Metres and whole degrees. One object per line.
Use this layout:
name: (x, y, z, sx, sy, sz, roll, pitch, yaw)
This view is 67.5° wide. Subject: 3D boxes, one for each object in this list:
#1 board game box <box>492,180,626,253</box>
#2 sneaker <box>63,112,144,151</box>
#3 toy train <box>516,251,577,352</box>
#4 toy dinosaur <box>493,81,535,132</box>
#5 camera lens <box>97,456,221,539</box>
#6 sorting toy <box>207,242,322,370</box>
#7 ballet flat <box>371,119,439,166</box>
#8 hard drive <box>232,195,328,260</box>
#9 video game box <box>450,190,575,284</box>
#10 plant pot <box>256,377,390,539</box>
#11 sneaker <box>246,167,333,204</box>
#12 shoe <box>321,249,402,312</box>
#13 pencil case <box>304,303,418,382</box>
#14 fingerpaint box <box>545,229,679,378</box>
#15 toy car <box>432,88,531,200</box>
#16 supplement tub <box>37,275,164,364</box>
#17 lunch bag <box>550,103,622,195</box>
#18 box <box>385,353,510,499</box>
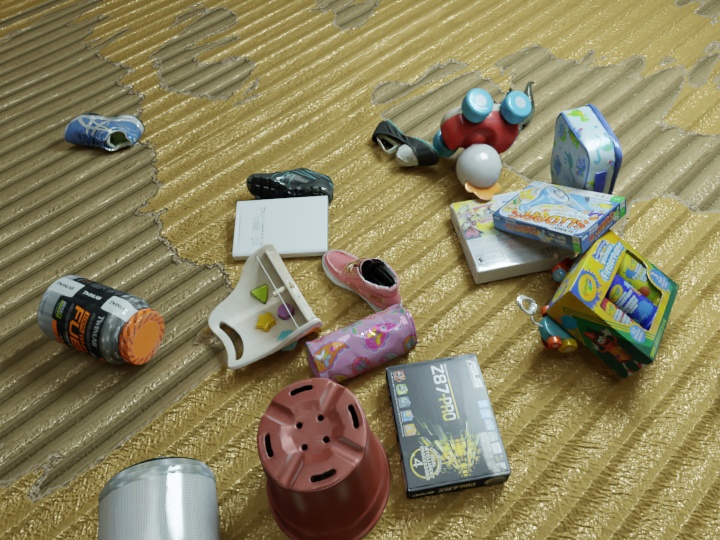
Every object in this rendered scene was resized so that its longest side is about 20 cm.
board game box: (0.362, -0.104, 0.997, 0.134, 0.035, 0.199, -36, 34, -21)
sneaker: (-0.642, -0.340, 1.334, 0.194, 0.077, 0.078, -7, 48, 2)
toy train: (0.350, 0.062, 0.949, 0.198, 0.056, 0.151, -30, 72, -34)
toy dinosaur: (0.370, -0.377, 1.292, 0.102, 0.078, 0.199, 40, 60, 16)
camera lens: (-0.268, 0.371, 0.724, 0.156, 0.162, 0.203, -14, 53, -6)
sorting toy: (-0.181, 0.087, 0.973, 0.178, 0.108, 0.201, -31, 57, -9)
ballet flat: (0.096, -0.279, 1.240, 0.068, 0.069, 0.200, -39, 50, -11)
hard drive: (-0.165, -0.089, 1.127, 0.194, 0.026, 0.135, -3, 64, 2)
video game box: (0.296, -0.073, 1.077, 0.195, 0.047, 0.185, -10, 55, -3)
plant pot: (-0.055, 0.264, 0.763, 0.195, 0.197, 0.205, -2, 53, 3)
sneaker: (-0.153, -0.186, 1.192, 0.195, 0.077, 0.080, 9, 44, 0)
shoe: (0.000, 0.000, 1.018, 0.071, 0.092, 0.199, -40, 60, -23)
pencil case: (0.003, 0.128, 0.933, 0.196, 0.088, 0.088, -23, 54, -13)
fingerpaint box: (0.429, 0.046, 0.909, 0.166, 0.074, 0.200, 41, 53, 7)
toy car: (0.262, -0.241, 1.137, 0.172, 0.184, 0.205, -3, 76, -17)
supplement tub: (-0.463, 0.092, 0.971, 0.195, 0.124, 0.124, 15, 56, 16)
lunch bag: (0.442, -0.204, 1.065, 0.080, 0.202, 0.163, -13, 51, 3)
box: (0.132, 0.242, 0.856, 0.157, 0.050, 0.204, -6, 53, -4)
